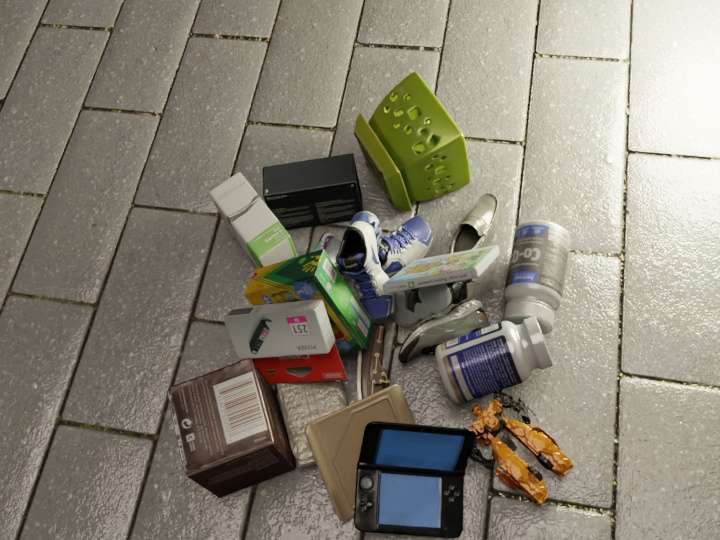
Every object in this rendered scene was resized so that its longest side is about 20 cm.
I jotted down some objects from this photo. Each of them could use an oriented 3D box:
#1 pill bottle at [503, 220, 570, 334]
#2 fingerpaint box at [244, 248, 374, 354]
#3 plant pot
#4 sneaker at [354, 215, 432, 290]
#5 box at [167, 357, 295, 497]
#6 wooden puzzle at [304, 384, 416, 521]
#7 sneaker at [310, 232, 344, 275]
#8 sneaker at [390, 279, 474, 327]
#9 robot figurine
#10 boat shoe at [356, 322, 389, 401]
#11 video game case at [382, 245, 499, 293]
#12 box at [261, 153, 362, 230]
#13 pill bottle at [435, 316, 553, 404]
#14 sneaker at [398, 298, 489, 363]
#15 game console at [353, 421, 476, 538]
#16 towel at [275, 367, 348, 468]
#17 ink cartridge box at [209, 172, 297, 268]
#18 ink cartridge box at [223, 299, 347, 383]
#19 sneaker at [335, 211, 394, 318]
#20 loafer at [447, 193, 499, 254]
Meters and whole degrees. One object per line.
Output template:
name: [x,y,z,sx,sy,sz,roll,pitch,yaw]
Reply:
pill bottle: [0.342,0.015,1.515,0.111,0.114,0.203,10,65,12]
fingerpaint box: [-0.095,0.074,1.465,0.164,0.201,0.074,-14,37,28]
plant pot: [0.104,-0.257,1.639,0.179,0.201,0.201,-31,64,-2]
sneaker: [0.064,-0.039,1.570,0.199,0.116,0.081,-42,68,-11]
box: [-0.230,0.290,1.410,0.161,0.201,0.168,-20,62,-2]
wooden puzzle: [0.017,0.332,1.421,0.197,0.037,0.188,-23,88,-8]
sneaker: [-0.061,-0.007,1.571,0.086,0.075,0.201,16,38,6]
sneaker: [0.139,0.052,1.516,0.112,0.199,0.077,-20,88,-34]
robot figurine: [0.278,0.320,1.407,0.145,0.058,0.200,-43,67,-14]
boat shoe: [0.025,0.195,1.497,0.058,0.072,0.203,-7,58,8]
video game case: [0.155,-0.004,1.449,0.179,0.200,0.023,-11,99,24]
box: [-0.099,-0.164,1.648,0.195,0.142,0.080,-8,63,3]
pill bottle: [0.246,0.162,1.429,0.197,0.116,0.118,-21,62,12]
sneaker: [0.163,0.130,1.508,0.197,0.074,0.080,-27,69,-6]
game console: [0.094,0.366,1.345,0.195,0.117,0.180,6,71,-5]
towel: [-0.084,0.270,1.495,0.130,0.035,0.203,-16,62,-1]
ink cartridge box: [-0.218,-0.083,1.621,0.083,0.146,0.201,-34,65,-10]
ink cartridge box: [-0.139,0.145,1.439,0.196,0.177,0.044,-6,25,24]
sneaker: [0.000,-0.001,1.461,0.079,0.115,0.204,-6,103,24]
loafer: [0.235,-0.081,1.601,0.069,0.070,0.202,21,68,18]
